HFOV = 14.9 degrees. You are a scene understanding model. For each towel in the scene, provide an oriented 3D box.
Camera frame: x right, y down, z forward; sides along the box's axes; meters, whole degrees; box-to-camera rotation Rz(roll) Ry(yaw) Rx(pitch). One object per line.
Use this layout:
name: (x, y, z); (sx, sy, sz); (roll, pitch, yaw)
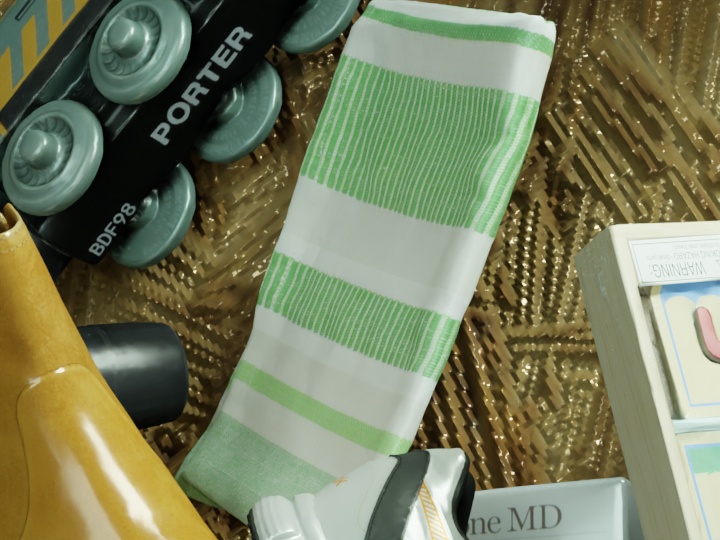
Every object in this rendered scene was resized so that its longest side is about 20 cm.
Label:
towel: (0.000, 0.000, 0.973); (0.152, 0.023, 0.201); (17, 84, 65)

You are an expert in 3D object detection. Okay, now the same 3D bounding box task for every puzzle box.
puzzle box: (0.169, 0.047, 0.843); (0.025, 0.199, 0.134); (-45, 53, 57)

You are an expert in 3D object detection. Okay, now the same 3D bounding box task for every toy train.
toy train: (-0.083, -0.092, 1.054); (0.200, 0.085, 0.114); (-52, 48, 8)

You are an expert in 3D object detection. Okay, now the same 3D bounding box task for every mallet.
mallet: (-0.078, 0.116, 1.008); (0.041, 0.066, 0.201); (-14, 91, 60)

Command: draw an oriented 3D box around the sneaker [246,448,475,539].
sneaker: (0.041, 0.143, 0.849); (0.080, 0.074, 0.201); (-27, 76, -6)

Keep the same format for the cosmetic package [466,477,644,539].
cosmetic package: (0.057, 0.177, 0.915); (0.101, 0.071, 0.201); (-8, 72, 24)

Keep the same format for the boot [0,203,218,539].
boot: (-0.099, 0.056, 0.899); (0.201, 0.071, 0.145); (19, 127, 52)
